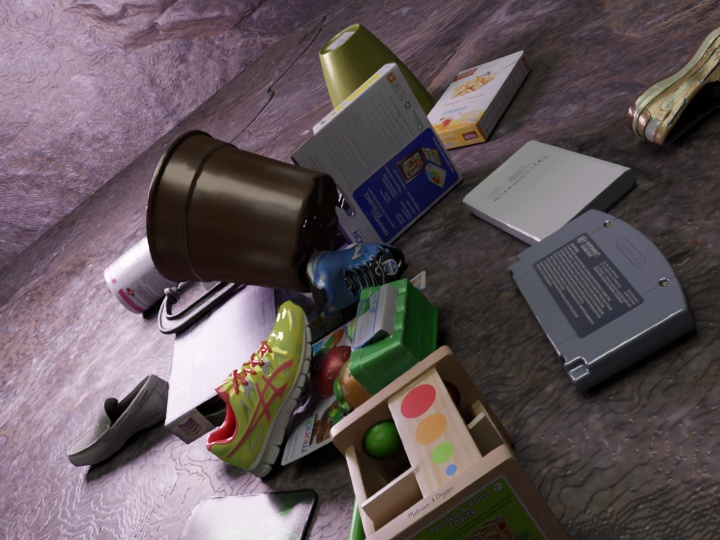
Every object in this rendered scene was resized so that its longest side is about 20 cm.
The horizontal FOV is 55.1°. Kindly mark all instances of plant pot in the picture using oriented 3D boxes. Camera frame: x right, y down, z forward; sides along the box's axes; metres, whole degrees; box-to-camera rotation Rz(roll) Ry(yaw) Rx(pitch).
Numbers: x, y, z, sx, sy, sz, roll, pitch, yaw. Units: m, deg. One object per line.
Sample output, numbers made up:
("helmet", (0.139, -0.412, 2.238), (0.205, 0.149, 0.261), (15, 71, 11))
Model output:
("plant pot", (0.015, -0.342, 1.277), (0.184, 0.202, 0.189), (-27, 29, 17))
("plant pot", (-0.140, -0.066, 0.896), (0.193, 0.204, 0.203), (11, 47, 16))

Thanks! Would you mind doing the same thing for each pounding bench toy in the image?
("pounding bench toy", (0.036, 0.188, 0.547), (0.198, 0.125, 0.157), (-36, 27, 4))

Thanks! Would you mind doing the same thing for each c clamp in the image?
("c clamp", (-0.229, 0.011, 1.042), (0.199, 0.027, 0.171), (-39, 35, -5))

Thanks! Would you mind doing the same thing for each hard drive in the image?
("hard drive", (0.223, -0.097, 0.852), (0.131, 0.026, 0.200), (-40, 28, -3))

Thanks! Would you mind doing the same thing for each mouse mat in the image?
("mouse mat", (-0.141, 0.304, 0.714), (0.196, 0.008, 0.163), (-17, 35, 34))

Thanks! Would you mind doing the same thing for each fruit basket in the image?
("fruit basket", (-0.008, 0.102, 0.766), (0.197, 0.094, 0.187), (-27, 30, 27))

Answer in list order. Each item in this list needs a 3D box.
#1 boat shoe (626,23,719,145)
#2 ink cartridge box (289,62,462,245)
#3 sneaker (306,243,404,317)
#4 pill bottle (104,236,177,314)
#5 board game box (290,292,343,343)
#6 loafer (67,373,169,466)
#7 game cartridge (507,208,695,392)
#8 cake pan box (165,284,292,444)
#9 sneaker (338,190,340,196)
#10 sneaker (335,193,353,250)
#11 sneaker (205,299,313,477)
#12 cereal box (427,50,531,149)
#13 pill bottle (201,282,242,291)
("boat shoe", (0.403, -0.212, 0.780), (0.199, 0.072, 0.077), (-42, 41, 8))
("ink cartridge box", (0.023, -0.149, 0.984), (0.199, 0.199, 0.047), (-39, 25, -6))
("sneaker", (0.000, 0.000, 0.870), (0.087, 0.081, 0.199), (-11, 11, 28))
("pill bottle", (-0.402, -0.016, 1.386), (0.198, 0.114, 0.114), (-37, 28, 0))
("board game box", (-0.124, 0.076, 0.986), (0.198, 0.034, 0.136), (-34, 34, 9))
("loafer", (-0.366, 0.222, 1.034), (0.198, 0.070, 0.070), (-35, 28, 6))
("game cartridge", (0.228, 0.018, 0.667), (0.131, 0.042, 0.202), (-28, 29, 10))
("cake pan box", (-0.170, 0.109, 0.917), (0.182, 0.052, 0.202), (-33, 34, 13))
("sneaker", (-0.006, -0.153, 1.107), (0.080, 0.095, 0.199), (-53, 12, -25))
("sneaker", (-0.069, -0.048, 1.060), (0.198, 0.088, 0.076), (-39, 28, 1))
("sneaker", (-0.115, 0.127, 0.769), (0.078, 0.088, 0.205), (16, 88, 69))
("cereal box", (0.186, -0.280, 1.154), (0.142, 0.040, 0.202), (-5, 43, 46))
("pill bottle", (-0.171, -0.037, 1.145), (0.197, 0.110, 0.110), (-31, 28, 12))
